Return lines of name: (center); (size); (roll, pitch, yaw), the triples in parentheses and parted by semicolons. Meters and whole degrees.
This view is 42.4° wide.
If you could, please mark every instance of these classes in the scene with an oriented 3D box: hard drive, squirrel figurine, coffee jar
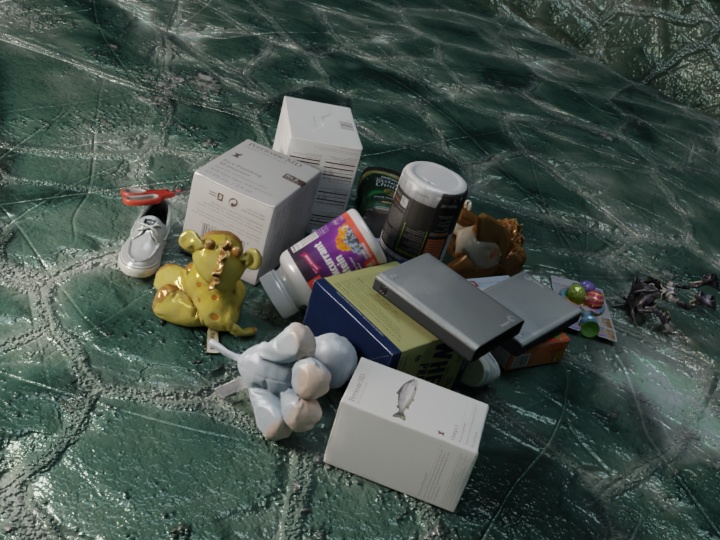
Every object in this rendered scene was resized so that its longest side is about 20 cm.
hard drive: (0.282, 0.073, 1.637); (0.139, 0.033, 0.199); (36, 37, 29)
squirrel figurine: (0.237, -0.063, 1.878); (0.199, 0.142, 0.187); (17, 17, -27)
coffee jar: (0.045, -0.139, 1.921); (0.103, 0.086, 0.200); (11, 31, -9)
hard drive: (0.136, 0.054, 1.435); (0.200, 0.033, 0.139); (37, 36, 26)

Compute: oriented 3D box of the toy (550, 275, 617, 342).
toy: (0.445, 0.059, 1.834); (0.114, 0.047, 0.200); (16, 32, -4)

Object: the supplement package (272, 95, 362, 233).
supplement package: (-0.098, -0.207, 1.849); (0.146, 0.201, 0.192); (8, 33, -14)

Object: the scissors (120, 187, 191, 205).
scissors: (-0.334, -0.136, 1.663); (0.199, 0.014, 0.073); (-6, 24, -32)

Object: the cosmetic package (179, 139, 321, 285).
cosmetic package: (-0.197, -0.110, 1.680); (0.164, 0.166, 0.200); (24, 32, 11)

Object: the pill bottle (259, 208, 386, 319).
pill bottle: (-0.065, -0.006, 1.556); (0.199, 0.112, 0.112); (-33, 43, -2)

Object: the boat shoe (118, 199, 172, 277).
boat shoe: (-0.368, -0.064, 1.601); (0.070, 0.072, 0.201); (13, 31, -6)

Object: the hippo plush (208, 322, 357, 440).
hippo plush: (-0.090, 0.162, 1.367); (0.199, 0.161, 0.160); (-14, -9, 35)

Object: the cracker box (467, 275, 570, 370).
cracker box: (0.266, 0.091, 1.688); (0.133, 0.058, 0.200); (-4, 38, -31)

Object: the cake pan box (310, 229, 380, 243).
cake pan box: (0.000, 0.000, 1.714); (0.198, 0.053, 0.185); (7, 30, -16)

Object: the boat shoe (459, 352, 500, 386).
boat shoe: (0.157, 0.128, 1.581); (0.071, 0.070, 0.201); (8, 28, -49)

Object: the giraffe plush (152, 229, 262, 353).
giraffe plush: (-0.237, 0.006, 1.479); (0.171, 0.163, 0.200); (-2, 35, -29)

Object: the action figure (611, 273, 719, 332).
action figure: (0.611, 0.062, 1.859); (0.199, 0.102, 0.119); (-9, 49, 35)

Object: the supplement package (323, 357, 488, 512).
supplement package: (0.065, 0.230, 1.314); (0.199, 0.118, 0.117); (20, 32, 6)

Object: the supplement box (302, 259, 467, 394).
supplement box: (0.044, 0.104, 1.485); (0.199, 0.135, 0.200); (-13, 43, -40)

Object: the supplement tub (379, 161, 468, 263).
supplement tub: (0.106, -0.081, 1.654); (0.122, 0.201, 0.123); (14, 31, -9)
